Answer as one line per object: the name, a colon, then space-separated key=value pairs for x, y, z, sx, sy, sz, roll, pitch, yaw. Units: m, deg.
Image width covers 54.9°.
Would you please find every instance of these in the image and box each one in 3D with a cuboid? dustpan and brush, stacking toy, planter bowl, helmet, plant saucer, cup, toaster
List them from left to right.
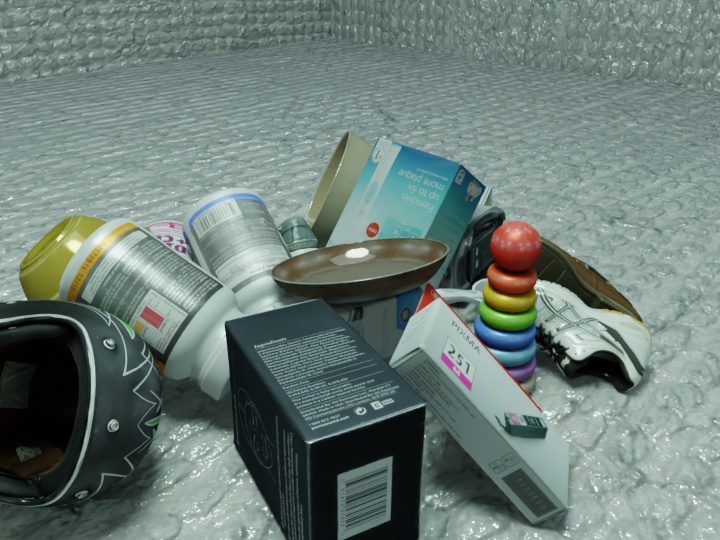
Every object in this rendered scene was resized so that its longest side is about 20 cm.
helmet: x=-0.277 y=0.118 z=0.625 sx=0.190 sy=0.201 sz=0.200 roll=10 pitch=23 yaw=-15
planter bowl: x=-0.370 y=-0.009 z=0.885 sx=0.200 sy=0.083 sz=0.201 roll=-32 pitch=29 yaw=20
plant saucer: x=0.000 y=0.000 z=0.770 sx=0.199 sy=0.032 sz=0.200 roll=-7 pitch=13 yaw=2
cup: x=0.003 y=-0.101 z=1.104 sx=0.143 sy=0.201 sz=0.201 roll=24 pitch=24 yaw=-11
toaster: x=0.132 y=-0.040 z=1.033 sx=0.129 sy=0.114 sz=0.200 roll=14 pitch=31 yaw=30
dustpan and brush: x=0.177 y=0.042 z=0.923 sx=0.199 sy=0.058 sz=0.140 roll=-7 pitch=27 yaw=-13
stacking toy: x=0.161 y=0.040 z=0.768 sx=0.085 sy=0.201 sz=0.085 roll=0 pitch=26 yaw=0

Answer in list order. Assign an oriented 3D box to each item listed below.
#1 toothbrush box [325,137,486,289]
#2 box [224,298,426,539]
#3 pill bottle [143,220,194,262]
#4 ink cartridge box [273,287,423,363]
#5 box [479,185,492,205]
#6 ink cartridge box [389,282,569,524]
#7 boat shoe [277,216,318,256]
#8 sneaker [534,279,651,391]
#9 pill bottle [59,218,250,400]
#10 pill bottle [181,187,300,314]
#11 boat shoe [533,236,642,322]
toothbrush box: x=0.053 y=-0.058 z=0.931 sx=0.146 sy=0.201 sz=0.085 roll=27 pitch=2 yaw=38
box: x=-0.038 y=0.140 z=0.623 sx=0.107 sy=0.149 sz=0.200 roll=-13 pitch=29 yaw=-25
pill bottle: x=-0.255 y=0.021 z=0.905 sx=0.113 sy=0.114 sz=0.200 roll=-5 pitch=27 yaw=-10
ink cartridge box: x=-0.030 y=0.083 z=0.775 sx=0.199 sy=0.117 sz=0.068 roll=-15 pitch=28 yaw=-29
box: x=0.130 y=-0.117 z=1.250 sx=0.199 sy=0.060 sz=0.117 roll=9 pitch=28 yaw=17
ink cartridge box: x=0.125 y=0.109 z=0.666 sx=0.044 sy=0.200 sz=0.174 roll=-38 pitch=9 yaw=29
boat shoe: x=-0.101 y=-0.032 z=0.987 sx=0.072 sy=0.062 sz=0.200 roll=-13 pitch=-3 yaw=-15
sneaker: x=0.239 y=0.076 z=0.813 sx=0.199 sy=0.076 sz=0.088 roll=18 pitch=52 yaw=13
pill bottle: x=-0.204 y=0.043 z=0.736 sx=0.200 sy=0.117 sz=0.116 roll=34 pitch=32 yaw=3
pill bottle: x=-0.135 y=0.007 z=0.856 sx=0.113 sy=0.114 sz=0.200 roll=-15 pitch=62 yaw=-29
boat shoe: x=0.275 y=0.022 z=0.902 sx=0.200 sy=0.072 sz=0.068 roll=44 pitch=32 yaw=9
